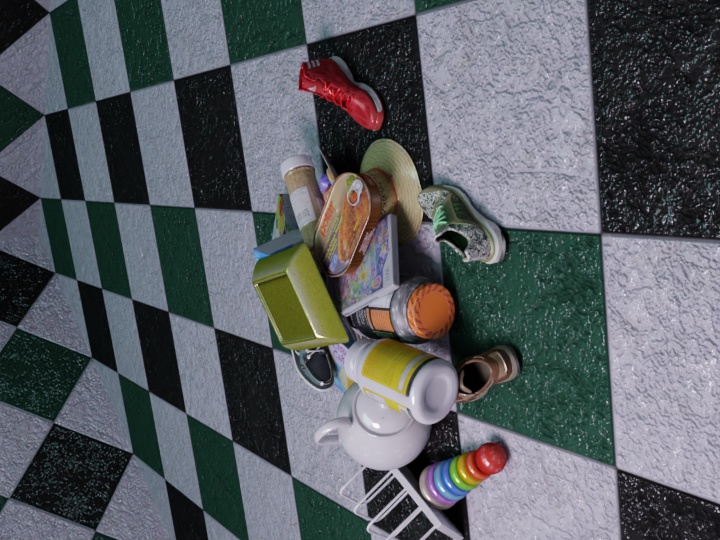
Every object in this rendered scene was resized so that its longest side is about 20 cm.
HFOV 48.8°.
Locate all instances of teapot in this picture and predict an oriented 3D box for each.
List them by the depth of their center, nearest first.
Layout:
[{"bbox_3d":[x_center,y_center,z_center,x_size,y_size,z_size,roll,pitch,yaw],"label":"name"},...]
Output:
[{"bbox_3d":[0.040,0.270,1.484,0.196,0.201,0.146,20,153,13],"label":"teapot"}]

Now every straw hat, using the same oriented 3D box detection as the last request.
[{"bbox_3d":[0.025,-0.139,1.469,0.201,0.085,0.203,27,124,49],"label":"straw hat"}]

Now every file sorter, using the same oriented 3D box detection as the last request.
[{"bbox_3d":[0.076,0.472,1.540,0.200,0.125,0.139,45,179,37],"label":"file sorter"}]

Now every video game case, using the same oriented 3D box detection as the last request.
[{"bbox_3d":[0.000,0.000,1.457,0.200,0.018,0.144,-31,50,44],"label":"video game case"}]

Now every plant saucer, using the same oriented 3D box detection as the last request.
[{"bbox_3d":[-0.129,0.064,1.508,0.199,0.048,0.201,-16,100,55],"label":"plant saucer"}]

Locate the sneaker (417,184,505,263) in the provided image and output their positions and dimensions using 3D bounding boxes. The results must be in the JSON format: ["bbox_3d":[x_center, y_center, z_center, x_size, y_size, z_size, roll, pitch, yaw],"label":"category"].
[{"bbox_3d":[0.148,-0.077,1.308,0.200,0.088,0.077,43,135,39],"label":"sneaker"}]

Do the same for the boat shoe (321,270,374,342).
[{"bbox_3d":[-0.030,0.079,1.613,0.201,0.057,0.067,53,169,10],"label":"boat shoe"}]

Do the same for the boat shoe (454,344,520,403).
[{"bbox_3d":[0.189,0.183,1.362,0.076,0.071,0.200,64,145,16],"label":"boat shoe"}]

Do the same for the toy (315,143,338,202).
[{"bbox_3d":[-0.043,-0.138,1.548,0.201,0.047,0.115,60,-176,21],"label":"toy"}]

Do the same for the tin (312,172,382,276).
[{"bbox_3d":[-0.025,-0.083,1.436,0.112,0.042,0.201,42,124,30],"label":"tin"}]

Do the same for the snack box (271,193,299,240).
[{"bbox_3d":[-0.163,-0.049,1.770,0.143,0.052,0.201,-107,24,-49],"label":"snack box"}]

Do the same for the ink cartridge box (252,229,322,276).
[{"bbox_3d":[-0.140,0.031,1.643,0.068,0.115,0.202,19,127,49],"label":"ink cartridge box"}]

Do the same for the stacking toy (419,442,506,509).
[{"bbox_3d":[0.189,0.361,1.430,0.200,0.085,0.086,-48,63,47],"label":"stacking toy"}]

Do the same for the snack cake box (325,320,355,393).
[{"bbox_3d":[-0.026,0.186,1.685,0.200,0.067,0.116,36,131,44],"label":"snack cake box"}]

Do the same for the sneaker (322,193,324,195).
[{"bbox_3d":[-0.053,-0.044,1.638,0.140,0.077,0.201,-52,50,52],"label":"sneaker"}]

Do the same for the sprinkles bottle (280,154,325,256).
[{"bbox_3d":[-0.102,-0.129,1.569,0.068,0.068,0.201,-48,54,52],"label":"sprinkles bottle"}]

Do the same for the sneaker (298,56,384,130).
[{"bbox_3d":[-0.049,-0.323,1.479,0.200,0.115,0.079,50,139,33],"label":"sneaker"}]

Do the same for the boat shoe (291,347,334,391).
[{"bbox_3d":[-0.110,0.162,1.673,0.201,0.075,0.061,55,146,28],"label":"boat shoe"}]

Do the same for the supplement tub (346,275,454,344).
[{"bbox_3d":[0.072,0.070,1.447,0.199,0.122,0.124,2,104,55],"label":"supplement tub"}]

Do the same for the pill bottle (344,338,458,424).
[{"bbox_3d":[0.064,0.182,1.371,0.199,0.111,0.113,18,117,47],"label":"pill bottle"}]
